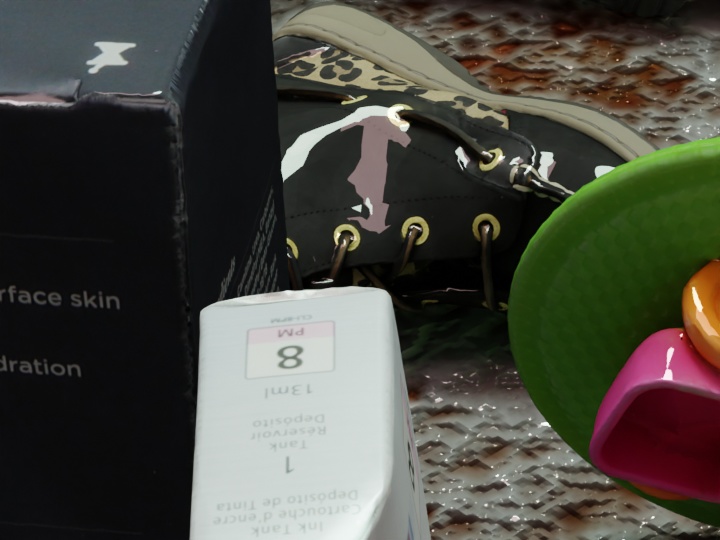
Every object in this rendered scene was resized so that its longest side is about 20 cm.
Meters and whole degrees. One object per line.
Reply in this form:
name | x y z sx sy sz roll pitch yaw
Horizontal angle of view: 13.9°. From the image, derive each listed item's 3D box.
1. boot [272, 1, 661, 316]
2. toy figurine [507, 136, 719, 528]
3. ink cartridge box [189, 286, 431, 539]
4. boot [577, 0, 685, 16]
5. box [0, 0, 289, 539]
boot | 0.000 0.000 0.866 0.150 0.073 0.200 -32 49 -31
toy figurine | 0.118 0.093 0.702 0.199 0.150 0.185 21 48 -7
ink cartridge box | -0.003 0.125 0.599 0.057 0.163 0.200 -8 34 1
boot | 0.083 -0.196 1.110 0.164 0.066 0.200 21 58 12
box | -0.122 0.010 0.746 0.196 0.201 0.118 3 34 9
